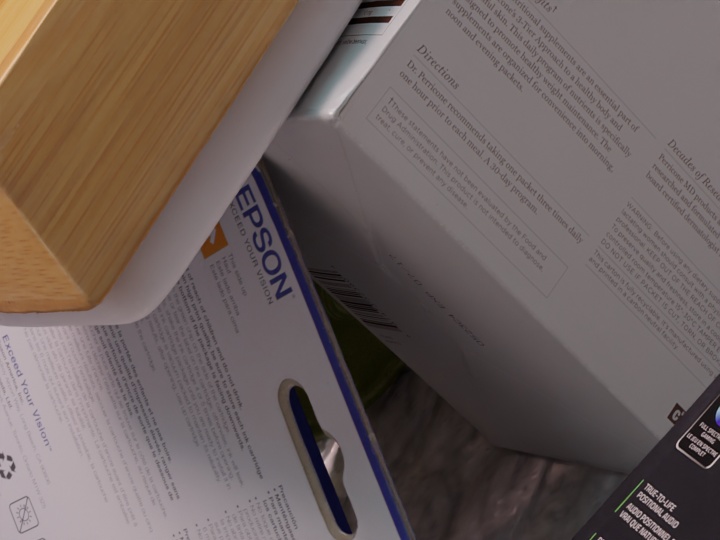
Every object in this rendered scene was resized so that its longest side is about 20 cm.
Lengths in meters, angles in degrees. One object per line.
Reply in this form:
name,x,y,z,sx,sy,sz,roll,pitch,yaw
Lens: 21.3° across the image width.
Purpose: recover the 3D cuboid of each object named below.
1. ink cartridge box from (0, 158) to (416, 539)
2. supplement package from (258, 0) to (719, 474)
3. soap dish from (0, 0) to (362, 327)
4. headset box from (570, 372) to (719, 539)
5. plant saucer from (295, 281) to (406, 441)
ink cartridge box,-0.052,0.085,0.675,0.199,0.201,0.040,-27,-8,39
supplement package,0.075,-0.066,0.673,0.201,0.191,0.147,-54,25,-16
soap dish,-0.075,-0.079,0.613,0.157,0.081,0.201,-3,52,59
headset box,0.110,0.121,0.445,0.200,0.093,0.174,-47,24,-1
plant saucer,-0.009,-0.011,0.775,0.031,0.200,0.201,23,68,31
